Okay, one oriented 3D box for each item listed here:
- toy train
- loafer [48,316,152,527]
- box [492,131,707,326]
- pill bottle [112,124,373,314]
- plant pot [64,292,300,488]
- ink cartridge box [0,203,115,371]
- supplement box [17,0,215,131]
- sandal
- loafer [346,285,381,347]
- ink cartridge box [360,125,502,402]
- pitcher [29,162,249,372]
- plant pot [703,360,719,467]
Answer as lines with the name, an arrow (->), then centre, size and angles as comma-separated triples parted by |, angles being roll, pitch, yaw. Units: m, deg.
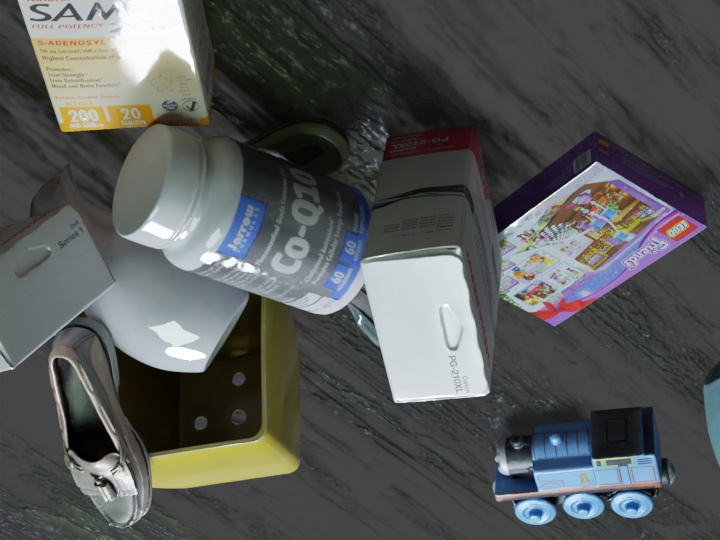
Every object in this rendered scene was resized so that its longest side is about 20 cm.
toy train -> 0.236, 0.210, 1.750 | 0.199, 0.087, 0.114 | -6, 133, 15
loafer -> -0.235, 0.142, 1.415 | 0.072, 0.063, 0.201 | -5, 111, 16
box -> 0.193, -0.033, 1.466 | 0.137, 0.039, 0.200 | 27, 136, -28
pill bottle -> -0.094, -0.043, 1.327 | 0.200, 0.114, 0.114 | 19, 140, -32
plant pot -> -0.152, 0.113, 1.566 | 0.199, 0.201, 0.176 | -10, 152, 16
ink cartridge box -> -0.327, 0.030, 1.364 | 0.200, 0.146, 0.084 | -14, 111, 40
supplement box -> -0.188, -0.199, 1.243 | 0.126, 0.074, 0.200 | -2, 142, 5
sandal -> -0.095, -0.071, 1.417 | 0.201, 0.057, 0.080 | -28, 133, 36
loafer -> 0.000, 0.000, 1.512 | 0.063, 0.072, 0.200 | -30, 143, 8
ink cartridge box -> 0.063, -0.007, 1.347 | 0.084, 0.200, 0.145 | -7, 122, 12
pitcher -> -0.213, 0.022, 1.453 | 0.200, 0.121, 0.172 | 31, 128, 1
plant pot -> 0.411, 0.129, 1.568 | 0.135, 0.200, 0.200 | 47, 134, 1
